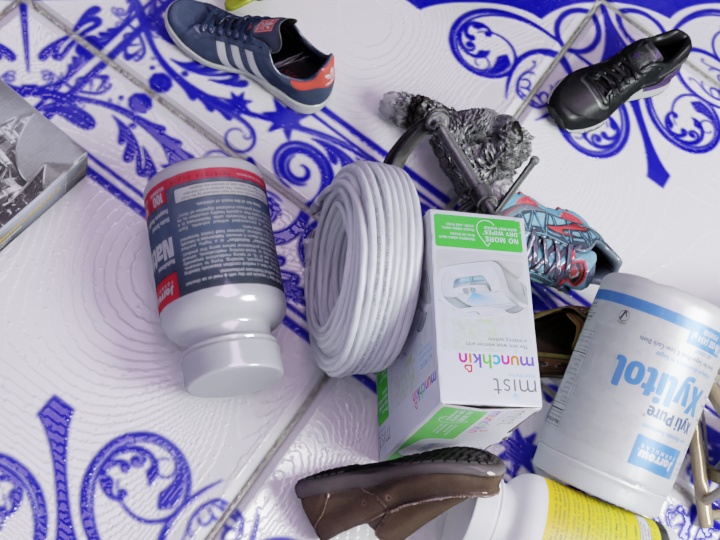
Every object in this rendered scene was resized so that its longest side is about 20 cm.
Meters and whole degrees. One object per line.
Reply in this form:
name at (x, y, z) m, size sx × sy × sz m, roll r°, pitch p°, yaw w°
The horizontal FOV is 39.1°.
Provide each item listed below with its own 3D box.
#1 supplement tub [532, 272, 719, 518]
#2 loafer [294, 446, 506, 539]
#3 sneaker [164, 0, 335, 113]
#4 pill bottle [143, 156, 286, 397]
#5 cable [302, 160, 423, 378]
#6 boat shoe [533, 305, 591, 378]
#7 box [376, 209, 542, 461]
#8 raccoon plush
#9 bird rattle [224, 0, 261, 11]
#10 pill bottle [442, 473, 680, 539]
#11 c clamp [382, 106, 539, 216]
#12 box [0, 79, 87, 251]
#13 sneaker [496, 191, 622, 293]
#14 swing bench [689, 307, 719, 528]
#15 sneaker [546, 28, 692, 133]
supplement tub at (0.257, 0.115, 0.960) m, size 0.131 × 0.132 × 0.201 m, roll 22°, pitch 87°, yaw -5°
loafer at (0.039, 0.201, 0.894) m, size 0.073 × 0.199 × 0.072 m, roll -3°, pitch 80°, yaw -62°
sneaker at (-0.113, -0.248, 1.080) m, size 0.199 × 0.085 × 0.075 m, roll 25°, pitch 62°, yaw -3°
pill bottle at (-0.131, 0.008, 0.940) m, size 0.119 × 0.120 × 0.201 m, roll -5°, pitch 68°, yaw -18°
cable at (0.000, 0.000, 0.936) m, size 0.069 × 0.200 × 0.202 m, roll 7°, pitch 69°, yaw -16°
boat shoe at (0.217, 0.072, 1.040) m, size 0.199 × 0.068 × 0.072 m, roll -12°, pitch 69°, yaw -21°
box at (0.083, 0.070, 0.929) m, size 0.096 × 0.200 × 0.178 m, roll 5°, pitch 66°, yaw -13°
raccoon plush at (0.097, -0.101, 1.096) m, size 0.199 × 0.097 × 0.135 m, roll 16°, pitch 74°, yaw 24°
bird rattle at (-0.099, -0.390, 1.144) m, size 0.200 × 0.113 × 0.163 m, roll -35°, pitch 63°, yaw -29°
pill bottle at (0.181, 0.254, 0.923) m, size 0.199 × 0.113 × 0.113 m, roll 22°, pitch 62°, yaw -6°
c clamp at (0.087, -0.092, 1.011) m, size 0.027 × 0.171 × 0.200 m, roll 15°, pitch 29°, yaw -35°
box at (-0.386, -0.114, 0.963) m, size 0.200 × 0.048 × 0.159 m, roll 40°, pitch 63°, yaw 4°
sneaker at (0.195, -0.023, 1.021) m, size 0.199 × 0.080 × 0.095 m, roll 0°, pitch 31°, yaw -43°
swing bench at (0.434, 0.142, 1.041) m, size 0.197 × 0.130 × 0.201 m, roll -1°, pitch 62°, yaw -16°
sneaker at (0.305, -0.234, 1.191) m, size 0.199 × 0.088 × 0.076 m, roll -30°, pitch 77°, yaw -25°
